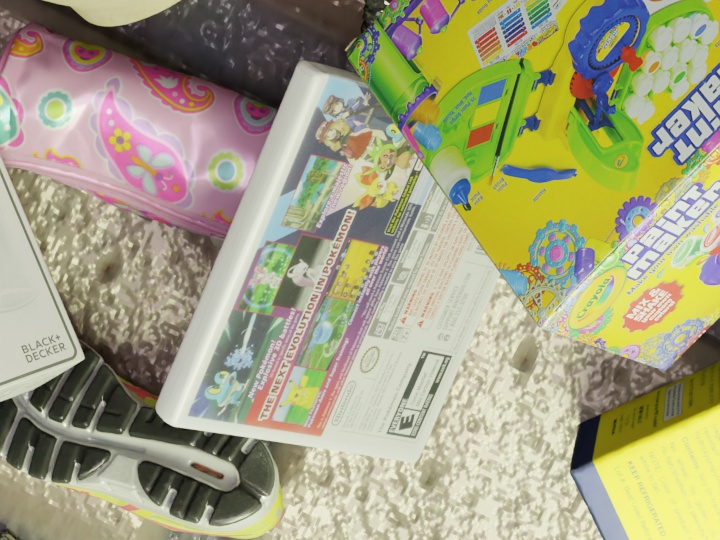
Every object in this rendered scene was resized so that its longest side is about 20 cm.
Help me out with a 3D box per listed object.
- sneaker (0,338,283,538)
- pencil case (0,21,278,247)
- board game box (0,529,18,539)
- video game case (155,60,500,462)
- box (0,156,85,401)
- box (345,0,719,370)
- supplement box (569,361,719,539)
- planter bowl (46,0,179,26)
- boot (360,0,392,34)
[{"bbox_3d":[-0.127,0.101,1.607,0.199,0.090,0.078,26,80,23],"label":"sneaker"},{"bbox_3d":[-0.104,-0.064,1.566,0.199,0.087,0.088,21,102,3],"label":"pencil case"},{"bbox_3d":[-0.183,0.276,1.632,0.200,0.097,0.160,42,102,-2],"label":"board game box"},{"bbox_3d":[0.000,0.000,1.537,0.023,0.182,0.201,36,108,44],"label":"video game case"},{"bbox_3d":[-0.238,-0.021,1.519,0.060,0.116,0.201,-28,85,51],"label":"box"},{"bbox_3d":[0.134,-0.096,1.398,0.200,0.122,0.193,-45,56,18],"label":"box"},{"bbox_3d":[0.224,0.101,1.546,0.199,0.110,0.109,-24,97,11],"label":"supplement box"},{"bbox_3d":[-0.131,-0.213,1.503,0.200,0.201,0.135,-31,123,11],"label":"planter bowl"},{"bbox_3d":[0.084,-0.195,1.523,0.157,0.079,0.212,11,102,5],"label":"boot"}]
